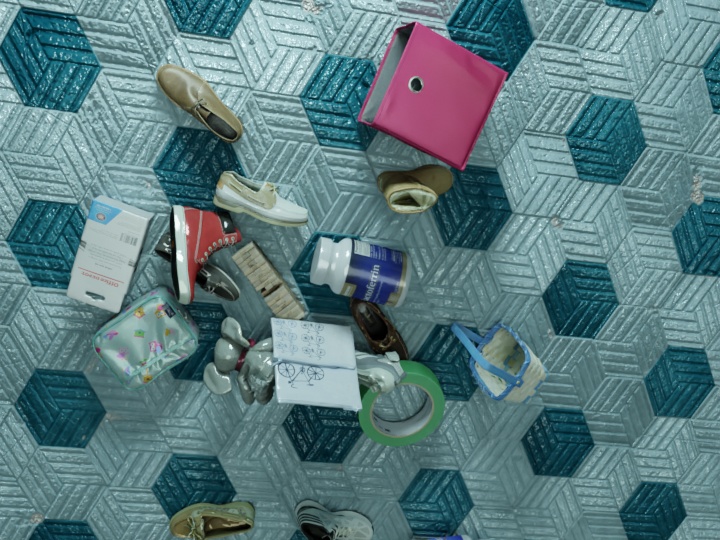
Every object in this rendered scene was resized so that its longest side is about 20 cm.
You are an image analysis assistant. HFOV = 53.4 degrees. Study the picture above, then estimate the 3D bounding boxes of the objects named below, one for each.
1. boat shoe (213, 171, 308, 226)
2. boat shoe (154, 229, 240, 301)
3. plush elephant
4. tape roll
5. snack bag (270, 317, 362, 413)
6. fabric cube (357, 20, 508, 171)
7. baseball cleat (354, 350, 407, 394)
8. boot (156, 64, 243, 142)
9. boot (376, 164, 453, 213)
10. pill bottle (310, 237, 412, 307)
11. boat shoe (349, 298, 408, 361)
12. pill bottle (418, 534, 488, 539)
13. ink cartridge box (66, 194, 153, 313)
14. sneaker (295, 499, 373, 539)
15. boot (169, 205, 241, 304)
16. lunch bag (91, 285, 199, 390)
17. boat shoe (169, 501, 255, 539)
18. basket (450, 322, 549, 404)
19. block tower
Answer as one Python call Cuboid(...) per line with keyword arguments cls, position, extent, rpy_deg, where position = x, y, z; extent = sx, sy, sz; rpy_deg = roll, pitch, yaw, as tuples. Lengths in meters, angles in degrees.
Cuboid(cls="boat shoe", position=(-0.194, -0.143, 1.438), extent=(0.195, 0.075, 0.070), rpy_deg=(14, 109, -11))
Cuboid(cls="boat shoe", position=(-0.334, 0.004, 1.455), extent=(0.200, 0.067, 0.057), rpy_deg=(44, 53, -10))
Cuboid(cls="plush elephant", position=(-0.238, 0.187, 1.482), extent=(0.153, 0.200, 0.167), rpy_deg=(33, 98, 8))
Cuboid(cls="tape roll", position=(0.088, 0.297, 1.588), extent=(0.195, 0.048, 0.205), rpy_deg=(-4, 119, -8))
Cuboid(cls="snack bag", position=(-0.091, 0.188, 1.440), extent=(0.184, 0.203, 0.022), rpy_deg=(10, 137, -19))
Cuboid(cls="fabric cube", position=(0.130, -0.331, 1.368), extent=(0.196, 0.200, 0.200), rpy_deg=(24, 100, -14))
Cuboid(cls="baseball cleat", position=(0.017, 0.203, 1.529), extent=(0.105, 0.198, 0.071), rpy_deg=(-27, 126, -34))
Cuboid(cls="boot", position=(-0.308, -0.322, 1.375), extent=(0.199, 0.076, 0.074), rpy_deg=(39, 99, -14))
Cuboid(cls="boot", position=(0.121, -0.157, 1.412), extent=(0.170, 0.200, 0.068), rpy_deg=(-8, 107, -5))
Cuboid(cls="pill bottle", position=(0.000, 0.000, 1.483), extent=(0.195, 0.116, 0.119), rpy_deg=(13, 103, -10))
Cuboid(cls="boat shoe", position=(0.042, 0.138, 1.550), extent=(0.070, 0.070, 0.201), rpy_deg=(-38, 108, 0))
Cuboid(cls="pill bottle", position=(0.216, 0.693, 1.701), extent=(0.194, 0.112, 0.115), rpy_deg=(-4, 106, -8))
Cuboid(cls="ink cartridge box", position=(-0.501, -0.033, 1.428), extent=(0.113, 0.067, 0.204), rpy_deg=(19, 101, -13))
Cuboid(cls="sneaker", position=(-0.056, 0.604, 1.636), extent=(0.196, 0.116, 0.077), rpy_deg=(20, 102, -13))
Cuboid(cls="boot", position=(-0.299, -0.030, 1.405), extent=(0.141, 0.072, 0.205), rpy_deg=(5, 64, -26))
Cuboid(cls="lunch bag", position=(-0.436, 0.142, 1.479), extent=(0.197, 0.077, 0.162), rpy_deg=(-32, 107, 1))
Cuboid(cls="boat shoe", position=(-0.336, 0.570, 1.615), extent=(0.195, 0.063, 0.075), rpy_deg=(-10, 107, -5))
Cuboid(cls="basket", position=(0.297, 0.195, 1.545), extent=(0.198, 0.177, 0.140), rpy_deg=(33, 102, -26))
Cuboid(cls="block tower", position=(-0.188, 0.030, 1.496), extent=(0.053, 0.058, 0.202), rpy_deg=(-34, 109, 2))
